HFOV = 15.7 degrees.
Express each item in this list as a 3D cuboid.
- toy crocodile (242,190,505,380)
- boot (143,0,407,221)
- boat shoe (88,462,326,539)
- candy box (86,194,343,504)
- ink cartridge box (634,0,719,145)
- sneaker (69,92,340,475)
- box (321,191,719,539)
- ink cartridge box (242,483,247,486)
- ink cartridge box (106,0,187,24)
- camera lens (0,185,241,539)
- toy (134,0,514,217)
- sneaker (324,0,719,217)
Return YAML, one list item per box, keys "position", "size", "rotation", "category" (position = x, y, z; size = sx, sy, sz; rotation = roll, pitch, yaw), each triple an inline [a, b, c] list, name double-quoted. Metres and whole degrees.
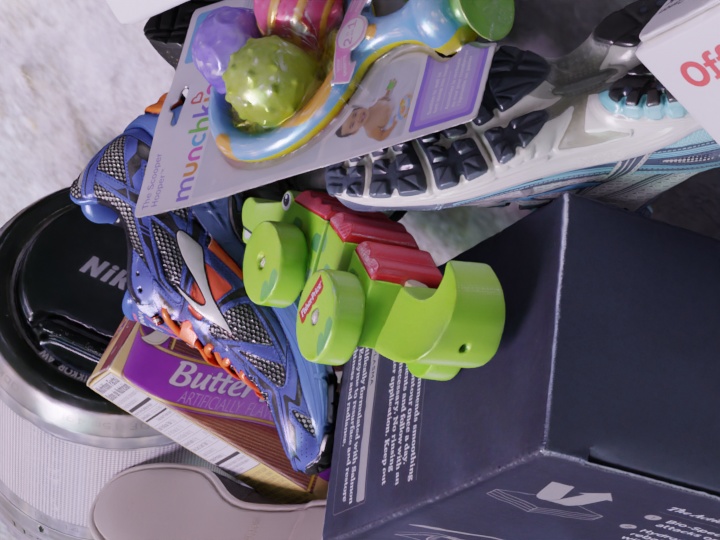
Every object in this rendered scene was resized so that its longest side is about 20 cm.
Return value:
- position: [0.000, 0.000, 1.117]
  size: [0.067, 0.062, 0.200]
  rotation: [10, -166, -23]
  category: "toy crocodile"
- position: [-0.004, -0.071, 1.228]
  size: [0.200, 0.068, 0.131]
  rotation: [15, 147, 45]
  category: "boot"
- position: [-0.053, 0.141, 1.290]
  size: [0.200, 0.067, 0.057]
  rotation: [5, 145, 41]
  category: "boat shoe"
- position: [-0.022, 0.057, 1.313]
  size: [0.200, 0.117, 0.056]
  rotation: [33, 160, -10]
  category: "candy box"
- position: [0.223, -0.059, 0.975]
  size: [0.200, 0.084, 0.144]
  rotation: [45, 149, -13]
  category: "ink cartridge box"
- position: [-0.070, 0.015, 1.243]
  size: [0.200, 0.078, 0.075]
  rotation: [59, 176, 20]
  category: "sneaker"
- position: [0.117, 0.070, 1.149]
  size: [0.196, 0.118, 0.200]
  rotation: [16, 157, -24]
  category: "box"
- position: [-0.063, 0.204, 1.552]
  size: [0.200, 0.145, 0.083]
  rotation: [24, 147, 23]
  category: "ink cartridge box"
- position: [-0.086, -0.209, 1.143]
  size: [0.200, 0.044, 0.174]
  rotation: [-14, 110, 53]
  category: "ink cartridge box"
- position: [-0.133, 0.059, 1.425]
  size: [0.160, 0.160, 0.200]
  rotation: [31, 148, 12]
  category: "camera lens"
- position: [-0.025, -0.098, 1.115]
  size: [0.200, 0.115, 0.047]
  rotation: [-11, 142, 38]
  category: "toy"
- position: [0.083, -0.047, 1.091]
  size: [0.200, 0.078, 0.086]
  rotation: [-12, 137, 19]
  category: "sneaker"
